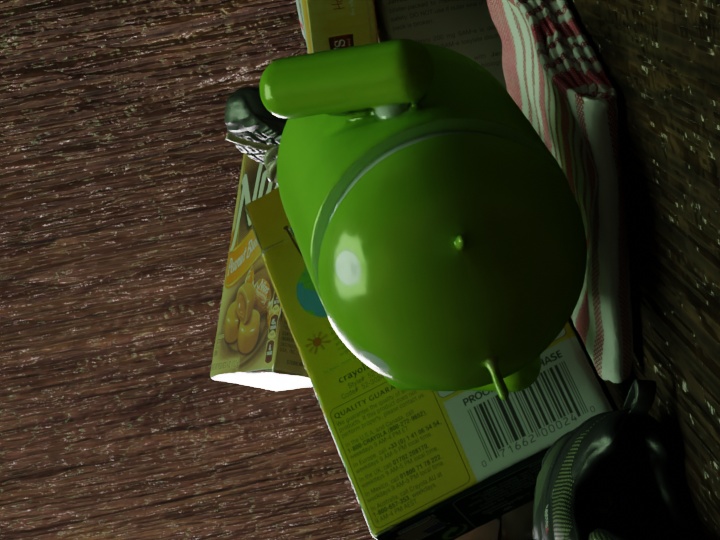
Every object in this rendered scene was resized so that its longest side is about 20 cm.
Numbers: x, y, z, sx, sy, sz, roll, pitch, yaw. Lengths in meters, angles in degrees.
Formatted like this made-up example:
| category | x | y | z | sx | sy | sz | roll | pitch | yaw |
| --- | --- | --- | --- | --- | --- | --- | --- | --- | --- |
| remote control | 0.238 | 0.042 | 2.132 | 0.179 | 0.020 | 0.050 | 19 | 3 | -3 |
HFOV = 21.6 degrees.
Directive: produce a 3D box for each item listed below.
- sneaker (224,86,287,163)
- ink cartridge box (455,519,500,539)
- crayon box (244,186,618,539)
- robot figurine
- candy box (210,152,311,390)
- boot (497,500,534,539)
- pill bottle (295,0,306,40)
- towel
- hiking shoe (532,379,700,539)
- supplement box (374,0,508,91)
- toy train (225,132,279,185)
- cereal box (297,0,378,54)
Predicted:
| category | x | y | z | sx | sy | sz | roll | pitch | yaw |
| --- | --- | --- | --- | --- | --- | --- | --- | --- | --- |
| sneaker | 0.001 | -0.102 | 1.137 | 0.076 | 0.200 | 0.091 | 2 | 90 | 47 |
| ink cartridge box | 0.078 | 0.186 | 0.987 | 0.146 | 0.048 | 0.200 | 46 | -172 | -3 |
| crayon box | 0.035 | 0.025 | 0.921 | 0.051 | 0.127 | 0.200 | 49 | -164 | -59 |
| robot figurine | 0.029 | -0.026 | 0.815 | 0.200 | 0.115 | 0.176 | -113 | 3 | -60 |
| candy box | -0.041 | -0.025 | 1.225 | 0.115 | 0.055 | 0.200 | -13 | 68 | 64 |
| boot | 0.087 | 0.056 | 0.974 | 0.200 | 0.069 | 0.175 | -130 | 31 | -86 |
| pill bottle | -0.001 | -0.251 | 1.238 | 0.109 | 0.109 | 0.200 | -105 | 5 | -64 |
| towel | 0.089 | -0.057 | 0.878 | 0.200 | 0.030 | 0.147 | -105 | 4 | -58 |
| hiking shoe | 0.100 | 0.148 | 0.766 | 0.101 | 0.076 | 0.200 | 97 | 173 | -67 |
| supplement box | 0.039 | -0.165 | 1.044 | 0.126 | 0.073 | 0.200 | -168 | 67 | -88 |
| toy train | 0.000 | 0.000 | 1.070 | 0.085 | 0.200 | 0.116 | -5 | 76 | 56 |
| cereal box | -0.025 | -0.206 | 1.019 | 0.200 | 0.039 | 0.144 | -102 | 3 | -51 |
